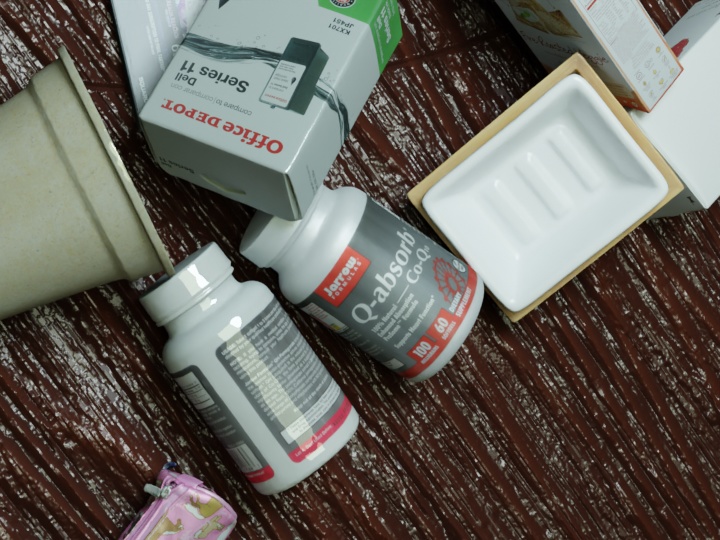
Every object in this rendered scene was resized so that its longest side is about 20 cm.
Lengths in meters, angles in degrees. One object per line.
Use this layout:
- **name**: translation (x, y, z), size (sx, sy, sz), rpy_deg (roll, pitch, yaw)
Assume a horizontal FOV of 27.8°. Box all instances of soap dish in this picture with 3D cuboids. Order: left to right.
- **soap dish**: translation (0.166, -0.076, 1.317), size (0.199, 0.081, 0.158), rpy_deg (-39, 100, 14)

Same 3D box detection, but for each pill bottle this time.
- **pill bottle**: translation (-0.099, 0.080, 1.238), size (0.110, 0.111, 0.201), rpy_deg (-38, 99, -17)
- **pill bottle**: translation (0.000, 0.000, 1.274), size (0.199, 0.116, 0.117), rpy_deg (34, 77, -14)

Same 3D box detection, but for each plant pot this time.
- **plant pot**: translation (-0.272, -0.047, 1.158), size (0.182, 0.200, 0.202), rpy_deg (-27, 96, -7)

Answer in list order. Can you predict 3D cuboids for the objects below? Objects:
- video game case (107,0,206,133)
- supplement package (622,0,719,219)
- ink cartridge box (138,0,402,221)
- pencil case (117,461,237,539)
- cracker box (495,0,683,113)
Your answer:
- **video game case**: translation (-0.118, -0.213, 1.297), size (0.198, 0.019, 0.145), rpy_deg (-14, 92, -18)
- **supplement package**: translation (0.326, -0.162, 1.393), size (0.200, 0.121, 0.120), rpy_deg (-45, 101, -16)
- **ink cartridge box**: translation (-0.073, -0.161, 1.211), size (0.145, 0.083, 0.201), rpy_deg (20, 69, 16)
- **pencil case**: translation (-0.190, 0.260, 1.211), size (0.086, 0.083, 0.201), rpy_deg (40, 76, -14)
- **cracker box**: translation (0.182, -0.235, 1.284), size (0.058, 0.134, 0.200), rpy_deg (-49, 125, -8)
